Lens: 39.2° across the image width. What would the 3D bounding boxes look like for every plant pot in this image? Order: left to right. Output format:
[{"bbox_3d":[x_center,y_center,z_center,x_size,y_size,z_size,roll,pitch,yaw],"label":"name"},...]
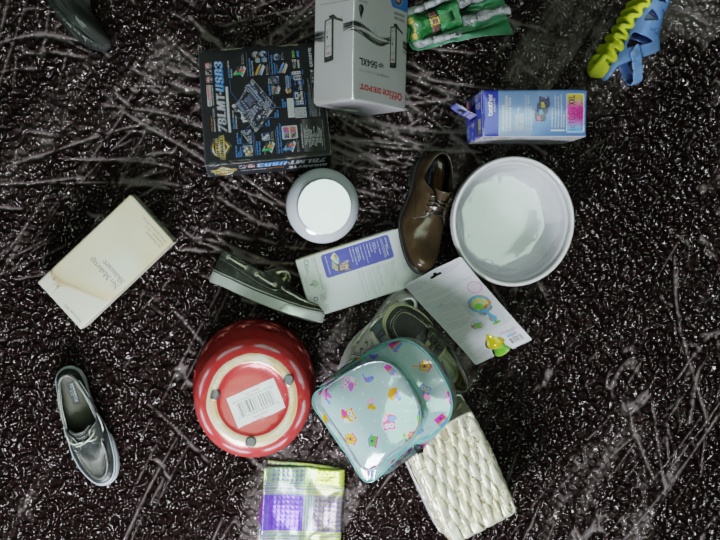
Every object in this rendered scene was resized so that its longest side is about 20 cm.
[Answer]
[{"bbox_3d":[-0.167,0.182,1.573,0.197,0.182,0.204,0,91,-4],"label":"plant pot"}]

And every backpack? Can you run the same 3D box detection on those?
[{"bbox_3d":[0.044,0.198,1.518,0.199,0.153,0.177,-35,78,0],"label":"backpack"}]

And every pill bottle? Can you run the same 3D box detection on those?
[{"bbox_3d":[-0.060,-0.100,1.552,0.110,0.200,0.114,0,95,-4],"label":"pill bottle"}]

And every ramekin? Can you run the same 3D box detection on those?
[{"bbox_3d":[0.235,-0.079,1.627,0.197,0.105,0.204,0,93,-4],"label":"ramekin"}]

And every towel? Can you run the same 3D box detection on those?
[{"bbox_3d":[-0.099,0.420,1.671,0.141,0.023,0.204,6,93,-4],"label":"towel"}]

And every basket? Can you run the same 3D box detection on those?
[{"bbox_3d":[0.151,0.321,1.635,0.134,0.123,0.202,-26,94,-4],"label":"basket"}]

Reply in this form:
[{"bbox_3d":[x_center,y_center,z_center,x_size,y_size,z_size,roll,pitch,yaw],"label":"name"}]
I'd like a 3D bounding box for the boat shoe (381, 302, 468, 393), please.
[{"bbox_3d":[0.112,0.126,1.613,0.072,0.066,0.201,-48,123,-9],"label":"boat shoe"}]

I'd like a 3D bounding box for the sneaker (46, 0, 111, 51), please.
[{"bbox_3d":[-0.448,-0.431,1.567,0.091,0.076,0.201,-41,98,-8],"label":"sneaker"}]

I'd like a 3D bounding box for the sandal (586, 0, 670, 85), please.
[{"bbox_3d":[0.455,-0.383,1.646,0.086,0.080,0.201,33,99,-9],"label":"sandal"}]

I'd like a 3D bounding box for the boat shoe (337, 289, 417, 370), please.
[{"bbox_3d":[0.026,0.119,1.639,0.070,0.069,0.202,32,90,-5],"label":"boat shoe"}]

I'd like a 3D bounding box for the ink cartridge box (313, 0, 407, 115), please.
[{"bbox_3d":[0.002,-0.350,1.561,0.083,0.145,0.204,1,91,37],"label":"ink cartridge box"}]

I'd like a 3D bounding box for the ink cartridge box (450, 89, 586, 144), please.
[{"bbox_3d":[0.244,-0.241,1.602,0.196,0.136,0.078,-2,92,-5],"label":"ink cartridge box"}]

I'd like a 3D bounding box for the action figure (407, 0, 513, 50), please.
[{"bbox_3d":[0.140,-0.407,1.628,0.197,0.055,0.120,-19,98,1],"label":"action figure"}]

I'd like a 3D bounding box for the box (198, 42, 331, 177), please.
[{"bbox_3d":[-0.150,-0.253,1.580,0.195,0.050,0.203,-6,71,-3],"label":"box"}]

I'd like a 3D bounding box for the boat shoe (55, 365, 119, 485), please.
[{"bbox_3d":[-0.443,0.253,1.607,0.071,0.071,0.203,-22,96,-3],"label":"boat shoe"}]

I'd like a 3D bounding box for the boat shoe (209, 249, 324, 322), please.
[{"bbox_3d":[-0.143,0.025,1.607,0.197,0.071,0.065,22,87,8],"label":"boat shoe"}]

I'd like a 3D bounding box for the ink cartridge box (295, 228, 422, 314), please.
[{"bbox_3d":[0.000,0.000,1.646,0.197,0.039,0.101,-16,94,-2],"label":"ink cartridge box"}]

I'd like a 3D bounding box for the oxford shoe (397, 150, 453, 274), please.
[{"bbox_3d":[0.107,-0.095,1.599,0.072,0.084,0.203,10,77,-21],"label":"oxford shoe"}]

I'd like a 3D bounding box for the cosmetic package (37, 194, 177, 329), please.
[{"bbox_3d":[-0.396,-0.015,1.595,0.200,0.073,0.104,-44,96,-2],"label":"cosmetic package"}]

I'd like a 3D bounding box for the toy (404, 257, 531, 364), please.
[{"bbox_3d":[0.176,0.058,1.632,0.114,0.047,0.200,-27,116,31],"label":"toy"}]
